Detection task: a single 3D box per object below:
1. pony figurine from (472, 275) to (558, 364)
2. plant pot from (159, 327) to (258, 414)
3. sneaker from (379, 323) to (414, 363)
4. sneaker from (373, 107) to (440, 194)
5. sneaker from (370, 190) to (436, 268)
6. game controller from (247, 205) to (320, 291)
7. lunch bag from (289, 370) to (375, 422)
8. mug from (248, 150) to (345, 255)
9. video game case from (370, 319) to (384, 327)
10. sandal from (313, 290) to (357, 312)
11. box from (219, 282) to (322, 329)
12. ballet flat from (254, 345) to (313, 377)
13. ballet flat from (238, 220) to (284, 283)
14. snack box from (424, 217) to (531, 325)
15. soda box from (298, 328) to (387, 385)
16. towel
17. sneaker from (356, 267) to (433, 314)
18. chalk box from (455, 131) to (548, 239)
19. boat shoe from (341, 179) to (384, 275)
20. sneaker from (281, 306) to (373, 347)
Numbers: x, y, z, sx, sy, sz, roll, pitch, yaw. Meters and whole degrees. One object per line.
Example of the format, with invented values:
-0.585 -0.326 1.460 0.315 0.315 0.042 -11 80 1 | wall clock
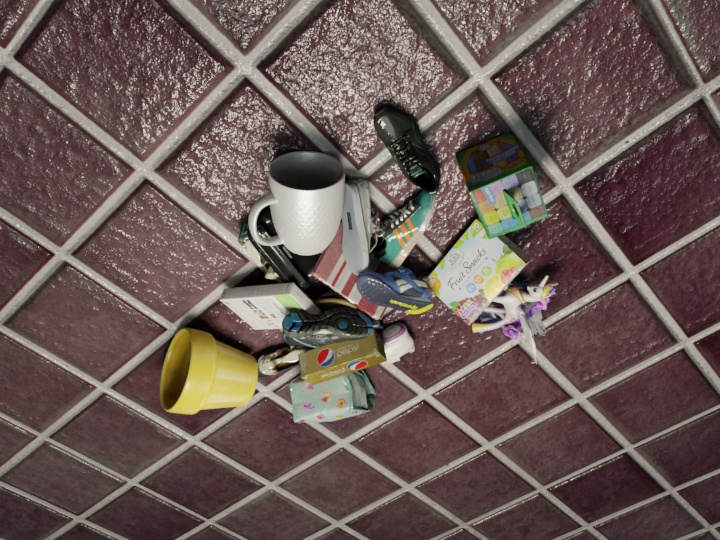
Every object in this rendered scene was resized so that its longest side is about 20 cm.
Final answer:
0.359 0.098 1.364 0.199 0.167 0.194 -3 117 21 | pony figurine
-0.363 0.254 1.438 0.188 0.201 0.201 16 127 -33 | plant pot
0.043 0.210 1.473 0.200 0.075 0.100 -25 124 18 | sneaker
0.098 -0.230 1.145 0.075 0.079 0.200 -33 119 21 | sneaker
0.087 -0.095 1.248 0.080 0.071 0.200 23 119 -14 | sneaker
-0.158 -0.046 1.272 0.042 0.104 0.200 1 137 43 | game controller
-0.065 0.324 1.516 0.170 0.122 0.200 -16 162 17 | lunch bag
-0.129 -0.117 1.164 0.200 0.148 0.176 -22 137 -28 | mug
-0.047 0.141 1.398 0.199 0.019 0.143 -9 171 5 | video game case
-0.083 0.078 1.383 0.078 0.070 0.211 39 140 -26 | sandal
-0.199 0.084 1.342 0.199 0.036 0.144 -4 145 29 | box
-0.199 0.223 1.478 0.199 0.073 0.073 -18 125 10 | ballet flat
-0.202 -0.021 1.299 0.074 0.074 0.200 -28 121 19 | ballet flat
0.253 0.002 1.294 0.142 0.053 0.200 44 121 14 | snack box
-0.043 0.208 1.400 0.199 0.064 0.068 -20 147 12 | soda box
0.000 0.000 1.296 0.200 0.144 0.023 37 161 -25 | towel
0.071 0.034 1.284 0.200 0.083 0.074 21 144 -35 | sneaker
0.273 -0.153 1.128 0.123 0.200 0.125 -21 124 14 | chalk box
0.007 -0.094 1.239 0.086 0.075 0.203 -20 111 -35 | boat shoe
-0.073 0.130 1.299 0.199 0.073 0.082 2 142 -6 | sneaker
